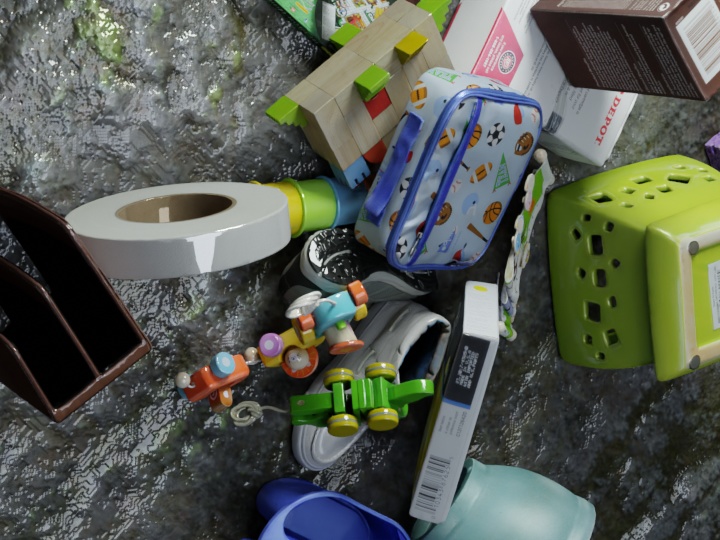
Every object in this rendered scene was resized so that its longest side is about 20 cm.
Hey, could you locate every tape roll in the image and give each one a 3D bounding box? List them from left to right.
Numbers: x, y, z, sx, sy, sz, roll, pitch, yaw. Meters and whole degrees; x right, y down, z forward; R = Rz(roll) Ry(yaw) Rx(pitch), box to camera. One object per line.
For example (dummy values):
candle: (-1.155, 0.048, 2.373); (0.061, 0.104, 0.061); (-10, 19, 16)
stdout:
tape roll: (-0.158, -0.037, 1.458); (0.201, 0.202, 0.037); (-14, 108, -29)

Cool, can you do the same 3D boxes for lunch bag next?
lunch bag: (0.081, -0.089, 1.596); (0.159, 0.075, 0.202); (1, 117, -49)

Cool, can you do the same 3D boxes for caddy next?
caddy: (-0.034, 0.293, 1.666); (0.199, 0.105, 0.142); (31, 85, -34)

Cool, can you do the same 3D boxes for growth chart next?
growth chart: (0.168, -0.023, 1.730); (0.145, 0.018, 0.202); (1, 103, -78)

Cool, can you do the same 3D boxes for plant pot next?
plant pot: (0.129, 0.281, 1.736); (0.134, 0.200, 0.201); (39, 78, -5)
plant pot: (0.334, 0.002, 1.794); (0.197, 0.181, 0.202); (-17, 110, -29)

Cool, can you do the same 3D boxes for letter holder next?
letter holder: (-0.283, 0.019, 1.390); (0.100, 0.199, 0.143); (-38, 118, -19)

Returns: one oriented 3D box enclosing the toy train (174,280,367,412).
toy train: (-0.074, 0.079, 1.562); (0.150, 0.199, 0.056); (-17, 78, -51)

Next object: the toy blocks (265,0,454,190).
toy blocks: (0.021, -0.155, 1.599); (0.200, 0.100, 0.137); (-41, 134, -14)

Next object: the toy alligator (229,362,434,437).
toy alligator: (-0.024, 0.133, 1.612); (0.054, 0.198, 0.060); (65, 18, -61)

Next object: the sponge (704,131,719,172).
sponge: (0.475, -0.091, 1.953); (0.111, 0.030, 0.201); (-36, 117, -21)

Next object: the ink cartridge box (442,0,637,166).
ink cartridge box: (0.189, -0.217, 1.708); (0.199, 0.084, 0.146); (28, 85, -33)

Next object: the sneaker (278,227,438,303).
sneaker: (0.000, 0.000, 1.653); (0.199, 0.079, 0.075); (1, 63, -46)

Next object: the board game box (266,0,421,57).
board game box: (-0.024, -0.268, 1.598); (0.200, 0.023, 0.105); (39, 81, -33)

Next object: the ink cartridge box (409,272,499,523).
ink cartridge box: (0.095, 0.118, 1.666); (0.046, 0.200, 0.200); (13, 109, -1)

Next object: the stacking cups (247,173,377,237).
stacking cups: (-0.022, -0.070, 1.631); (0.198, 0.060, 0.061); (-11, 107, -36)

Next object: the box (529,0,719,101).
box: (0.261, -0.225, 1.582); (0.075, 0.199, 0.101); (-45, 120, -19)

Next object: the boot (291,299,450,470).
boot: (0.012, 0.118, 1.663); (0.073, 0.095, 0.201); (35, 81, -33)
